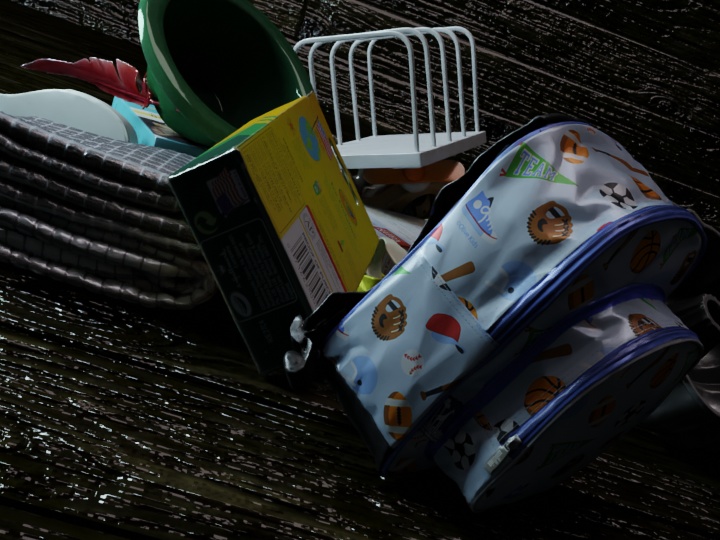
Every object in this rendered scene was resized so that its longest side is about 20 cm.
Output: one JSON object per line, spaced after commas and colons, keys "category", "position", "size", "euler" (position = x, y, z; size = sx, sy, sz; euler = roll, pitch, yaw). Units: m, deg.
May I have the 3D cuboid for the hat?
{"category": "hat", "position": [-0.151, -0.123, 0.781], "size": [0.164, 0.175, 0.203], "euler": [10, 52, -43]}

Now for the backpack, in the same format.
{"category": "backpack", "position": [0.090, 0.022, 0.505], "size": [0.154, 0.192, 0.199], "euler": [43, 21, 23]}

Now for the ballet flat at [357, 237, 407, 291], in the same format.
{"category": "ballet flat", "position": [0.000, 0.000, 0.753], "size": [0.066, 0.068, 0.199], "euler": [13, 13, -36]}

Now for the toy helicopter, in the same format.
{"category": "toy helicopter", "position": [0.023, -0.065, 0.980], "size": [0.197, 0.133, 0.080], "euler": [-12, 61, -35]}

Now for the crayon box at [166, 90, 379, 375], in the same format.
{"category": "crayon box", "position": [-0.045, -0.035, 0.623], "size": [0.050, 0.129, 0.200], "euler": [-20, 14, 17]}

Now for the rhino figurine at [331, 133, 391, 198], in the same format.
{"category": "rhino figurine", "position": [-0.055, -0.116, 1.075], "size": [0.198, 0.088, 0.060], "euler": [25, 8, -28]}

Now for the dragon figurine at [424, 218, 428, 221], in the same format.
{"category": "dragon figurine", "position": [0.085, 0.006, 0.746], "size": [0.099, 0.058, 0.202], "euler": [37, 28, -48]}

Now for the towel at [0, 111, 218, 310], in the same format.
{"category": "towel", "position": [-0.176, -0.051, 0.653], "size": [0.197, 0.087, 0.166], "euler": [19, 11, -5]}

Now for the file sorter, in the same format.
{"category": "file sorter", "position": [0.030, -0.176, 0.965], "size": [0.136, 0.127, 0.200], "euler": [1, 14, 25]}

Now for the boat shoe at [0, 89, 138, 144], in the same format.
{"category": "boat shoe", "position": [-0.253, -0.113, 0.791], "size": [0.197, 0.072, 0.063], "euler": [13, 4, 26]}

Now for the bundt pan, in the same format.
{"category": "bundt pan", "position": [0.245, 0.050, 0.737], "size": [0.200, 0.076, 0.205], "euler": [24, 47, -28]}

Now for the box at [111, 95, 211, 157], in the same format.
{"category": "box", "position": [-0.167, -0.105, 0.837], "size": [0.081, 0.050, 0.200], "euler": [13, 14, -28]}

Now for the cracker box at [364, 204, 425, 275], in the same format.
{"category": "cracker box", "position": [0.053, -0.010, 0.904], "size": [0.198, 0.059, 0.134], "euler": [12, 16, -38]}
